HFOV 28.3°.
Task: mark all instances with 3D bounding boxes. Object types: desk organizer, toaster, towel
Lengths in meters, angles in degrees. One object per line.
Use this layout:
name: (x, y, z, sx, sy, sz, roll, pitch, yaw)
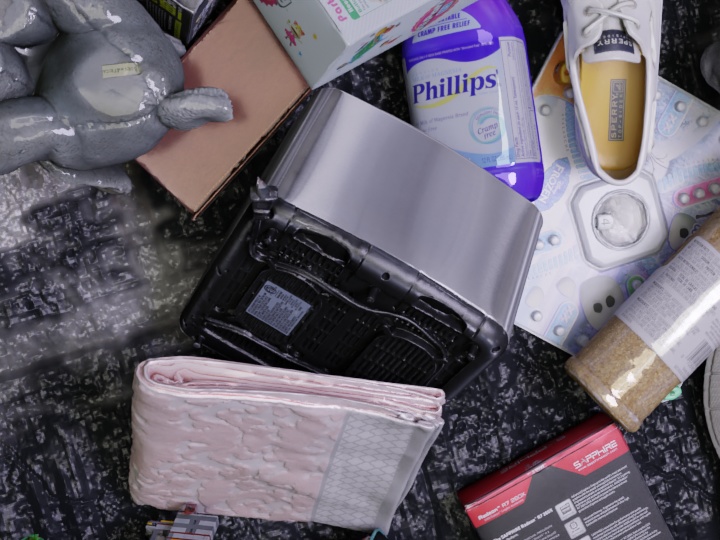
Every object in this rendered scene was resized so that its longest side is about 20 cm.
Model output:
desk organizer: (-0.069, -0.134, 0.944, 0.077, 0.072, 0.200, 43, 92, -7)
toaster: (0.000, 0.000, 0.907, 0.180, 0.200, 0.119, 28, 55, -7)
towel: (-0.055, 0.119, 0.929, 0.189, 0.200, 0.032, 8, 58, -6)

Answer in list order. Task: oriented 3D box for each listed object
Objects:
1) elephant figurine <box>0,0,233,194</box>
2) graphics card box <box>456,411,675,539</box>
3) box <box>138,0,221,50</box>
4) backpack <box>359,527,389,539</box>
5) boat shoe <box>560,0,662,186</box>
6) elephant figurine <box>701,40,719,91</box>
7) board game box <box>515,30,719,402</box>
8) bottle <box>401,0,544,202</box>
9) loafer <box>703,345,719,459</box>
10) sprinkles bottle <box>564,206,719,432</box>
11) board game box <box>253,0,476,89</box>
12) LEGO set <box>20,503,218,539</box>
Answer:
elephant figurine: (-0.173, -0.116, 0.867, 0.141, 0.200, 0.156, -30, 92, -5)
graphics card box: (0.168, 0.217, 1.023, 0.125, 0.051, 0.201, -29, 98, -1)
box: (-0.155, -0.205, 0.859, 0.160, 0.200, 0.044, 35, 88, -8)
backpack: (0.010, 0.287, 0.922, 0.153, 0.200, 0.176, -34, 100, 4)
boat shoe: (0.161, -0.152, 0.919, 0.070, 0.070, 0.202, -2, 108, 5)
elephant figurine: (0.290, -0.133, 0.906, 0.199, 0.155, 0.143, -17, 120, -38)
board game box: (0.183, -0.035, 1.002, 0.199, 0.026, 0.201, 27, 94, -8)
bottle: (0.070, -0.140, 0.948, 0.083, 0.065, 0.202, -8, 89, 24)
loafer: (0.292, 0.120, 1.024, 0.071, 0.063, 0.202, -7, 97, 29)
sprinkles bottle: (0.228, 0.017, 0.965, 0.068, 0.068, 0.200, 44, 92, -9)
board game box: (0.015, -0.222, 0.867, 0.199, 0.064, 0.148, -32, 87, -30)
LEGO set: (-0.156, 0.243, 0.976, 0.152, 0.116, 0.201, -4, 120, 16)
